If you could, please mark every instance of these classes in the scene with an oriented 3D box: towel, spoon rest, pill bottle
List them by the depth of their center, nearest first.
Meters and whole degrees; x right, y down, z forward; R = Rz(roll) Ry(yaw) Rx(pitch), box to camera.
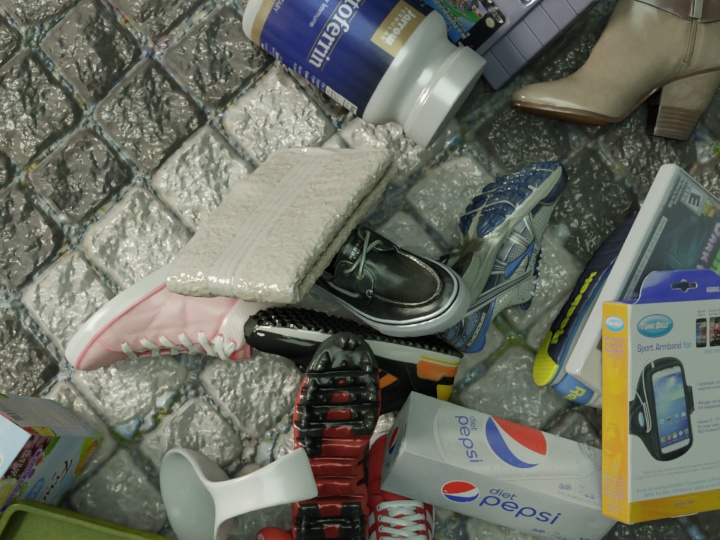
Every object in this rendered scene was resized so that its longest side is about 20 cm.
[{"bbox_3d":[-0.117,0.188,1.039,0.060,0.199,0.100,-13,82,-41],"label":"spoon rest"},{"bbox_3d":[-0.062,-0.045,1.050,0.131,0.035,0.201,3,40,31],"label":"towel"},{"bbox_3d":[0.005,-0.201,1.100,0.199,0.116,0.116,35,86,3],"label":"pill bottle"}]

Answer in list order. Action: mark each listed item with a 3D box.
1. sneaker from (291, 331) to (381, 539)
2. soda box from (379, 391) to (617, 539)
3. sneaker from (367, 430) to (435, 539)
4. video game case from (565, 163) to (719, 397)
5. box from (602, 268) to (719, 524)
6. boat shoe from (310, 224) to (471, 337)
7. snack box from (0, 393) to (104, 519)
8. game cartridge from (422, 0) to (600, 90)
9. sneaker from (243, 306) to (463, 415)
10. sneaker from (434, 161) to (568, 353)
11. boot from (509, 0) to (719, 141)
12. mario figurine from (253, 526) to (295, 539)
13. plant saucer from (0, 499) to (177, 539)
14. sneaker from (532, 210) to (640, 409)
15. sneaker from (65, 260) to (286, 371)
[{"bbox_3d":[-0.023,0.139,1.041,0.070,0.098,0.203,2,108,-5],"label":"sneaker"},{"bbox_3d":[0.121,0.172,1.065,0.198,0.069,0.064,18,48,-7],"label":"soda box"},{"bbox_3d":[0.034,0.238,1.060,0.070,0.112,0.203,-4,84,-1],"label":"sneaker"},{"bbox_3d":[0.284,0.041,1.076,0.181,0.023,0.201,33,78,-25],"label":"video game case"},{"bbox_3d":[0.256,0.100,1.033,0.118,0.041,0.203,-2,92,-27],"label":"box"},{"bbox_3d":[0.000,0.000,1.053,0.199,0.071,0.072,15,65,38],"label":"boat shoe"},{"bbox_3d":[-0.305,0.187,1.019,0.067,0.200,0.169,34,86,7],"label":"snack box"},{"bbox_3d":[0.106,-0.276,1.116,0.129,0.038,0.201,-40,83,27],"label":"game cartridge"},{"bbox_3d":[-0.010,0.091,1.076,0.198,0.070,0.091,11,99,-20],"label":"sneaker"},{"bbox_3d":[0.126,-0.011,1.110,0.085,0.077,0.200,48,72,-25],"label":"sneaker"},{"bbox_3d":[0.237,-0.200,1.114,0.198,0.070,0.148,7,96,-16],"label":"boot"},{"bbox_3d":[-0.089,0.318,1.054,0.122,0.106,0.203,5,90,13],"label":"mario figurine"},{"bbox_3d":[-0.235,0.276,1.035,0.198,0.048,0.201,22,112,-26],"label":"plant saucer"},{"bbox_3d":[0.232,0.032,1.103,0.082,0.074,0.201,33,86,-6],"label":"sneaker"},{"bbox_3d":[-0.155,0.052,1.095,0.199,0.075,0.105,-33,80,-7],"label":"sneaker"}]
